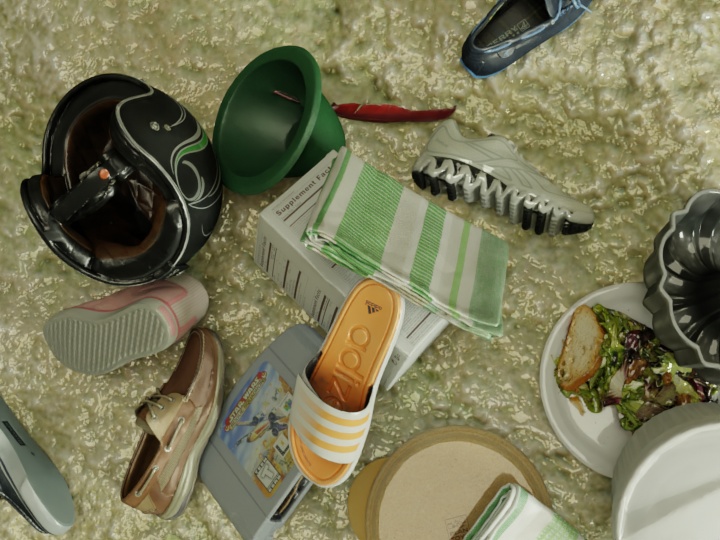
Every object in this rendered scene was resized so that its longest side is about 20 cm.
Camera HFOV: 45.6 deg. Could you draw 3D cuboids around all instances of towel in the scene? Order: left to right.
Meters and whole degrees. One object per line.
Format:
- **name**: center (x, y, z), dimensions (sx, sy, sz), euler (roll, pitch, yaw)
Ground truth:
- **towel**: center (0.050, -0.028, 0.799), dimensions (0.198, 0.153, 0.023), euler (28, 129, -9)
- **towel**: center (0.169, 0.314, 0.819), dimensions (0.199, 0.031, 0.150), euler (39, 89, -17)

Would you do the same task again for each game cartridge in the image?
- **game cartridge**: center (-0.086, 0.161, 0.872), dimensions (0.133, 0.041, 0.201), euler (39, 98, 33)

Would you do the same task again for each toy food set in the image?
- **toy food set**: center (0.098, 0.260, 0.867), dimensions (0.198, 0.049, 0.200), euler (-30, 80, 1)

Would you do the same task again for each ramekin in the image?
- **ramekin**: center (0.327, 0.217, 0.800), dimensions (0.199, 0.094, 0.206), euler (1, 104, 5)

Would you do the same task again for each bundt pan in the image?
- **bundt pan**: center (0.362, 0.023, 0.838), dimensions (0.198, 0.076, 0.205), euler (3, 73, -11)

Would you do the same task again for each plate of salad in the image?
- **plate of salad**: center (0.282, 0.112, 0.867), dimensions (0.196, 0.048, 0.204), euler (-1, 81, 6)

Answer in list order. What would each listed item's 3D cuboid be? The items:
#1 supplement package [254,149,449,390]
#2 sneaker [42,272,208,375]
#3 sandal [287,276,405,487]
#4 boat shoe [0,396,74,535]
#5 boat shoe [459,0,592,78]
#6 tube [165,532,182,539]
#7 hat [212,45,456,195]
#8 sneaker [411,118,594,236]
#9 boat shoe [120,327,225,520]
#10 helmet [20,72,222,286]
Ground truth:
- **supplement package**: center (0.000, 0.000, 0.867), dimensions (0.200, 0.110, 0.114), euler (43, 66, 10)
- **sneaker**: center (-0.246, 0.052, 0.927), dimensions (0.198, 0.105, 0.076), euler (-13, 108, 33)
- **sandal**: center (-0.023, 0.101, 0.774), dimensions (0.078, 0.059, 0.210), euler (22, 103, 16)
- **boat shoe**: center (-0.391, 0.220, 0.919), dimensions (0.091, 0.071, 0.201), euler (-42, 73, 0)
- **boat shoe**: center (0.195, -0.282, 0.920), dimensions (0.084, 0.069, 0.200), euler (42, 88, 10)
- **tube**: center (-0.124, 0.343, 0.881), dimensions (0.197, 0.052, 0.058), euler (17, 44, 13)
- **hat**: center (-0.039, -0.138, 0.953), dimensions (0.198, 0.175, 0.168), euler (11, 83, 46)
- **sneaker**: center (0.156, -0.098, 0.901), dimensions (0.198, 0.075, 0.082), euler (23, 76, 8)
- **boat shoe**: center (-0.195, 0.155, 0.888), dimensions (0.071, 0.075, 0.203), euler (19, 82, -32)
- **helmet**: center (-0.236, -0.095, 0.881), dimensions (0.196, 0.191, 0.203), euler (-1, 118, -2)
